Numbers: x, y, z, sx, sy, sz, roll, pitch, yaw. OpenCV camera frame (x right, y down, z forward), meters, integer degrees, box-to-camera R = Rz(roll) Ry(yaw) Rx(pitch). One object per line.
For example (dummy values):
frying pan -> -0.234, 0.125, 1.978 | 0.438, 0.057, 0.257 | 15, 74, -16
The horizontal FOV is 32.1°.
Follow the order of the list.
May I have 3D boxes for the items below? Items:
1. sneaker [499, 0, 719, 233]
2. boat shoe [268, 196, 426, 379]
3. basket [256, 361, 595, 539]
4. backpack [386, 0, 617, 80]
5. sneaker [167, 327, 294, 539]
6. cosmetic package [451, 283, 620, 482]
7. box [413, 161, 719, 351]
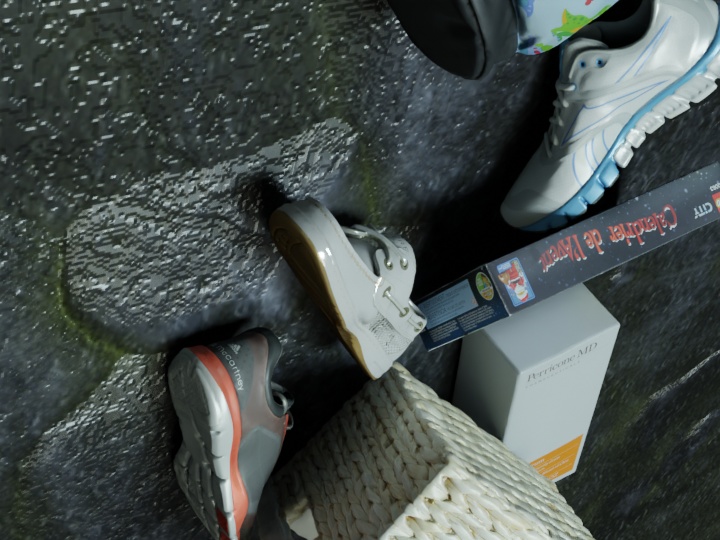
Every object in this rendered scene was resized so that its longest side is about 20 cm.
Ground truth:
sneaker -> 0.148, -0.111, 0.806 | 0.086, 0.075, 0.200 | 32, 116, -21
boat shoe -> 0.000, 0.000, 0.780 | 0.069, 0.071, 0.200 | -37, 154, -5
basket -> 0.051, 0.198, 0.889 | 0.200, 0.198, 0.161 | 38, 96, -19
backpack -> 0.100, -0.202, 0.595 | 0.200, 0.153, 0.163 | -47, 141, -11
sneaker -> -0.075, 0.117, 0.838 | 0.082, 0.077, 0.201 | -28, 145, -28
cosmetic package -> 0.135, 0.104, 1.019 | 0.101, 0.071, 0.201 | -23, 142, -22
box -> 0.146, -0.008, 0.873 | 0.199, 0.038, 0.137 | -23, 175, -23
